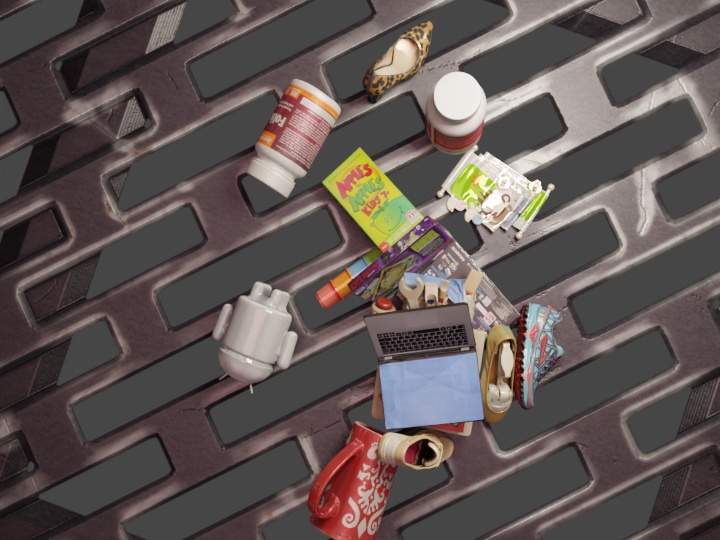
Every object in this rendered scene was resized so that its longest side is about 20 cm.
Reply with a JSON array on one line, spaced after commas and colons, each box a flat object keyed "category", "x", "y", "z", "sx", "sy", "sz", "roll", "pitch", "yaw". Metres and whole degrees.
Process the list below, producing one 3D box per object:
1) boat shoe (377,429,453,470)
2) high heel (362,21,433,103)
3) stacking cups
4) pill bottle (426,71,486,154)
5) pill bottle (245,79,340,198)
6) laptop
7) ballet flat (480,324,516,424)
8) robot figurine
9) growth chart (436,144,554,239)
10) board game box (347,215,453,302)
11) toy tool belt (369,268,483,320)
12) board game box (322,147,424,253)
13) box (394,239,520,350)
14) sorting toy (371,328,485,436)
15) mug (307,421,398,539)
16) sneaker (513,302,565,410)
[{"category": "boat shoe", "x": 0.117, "y": 0.338, "z": 1.515, "sx": 0.068, "sy": 0.198, "sz": 0.075, "roll": 10, "pitch": 91, "yaw": 43}, {"category": "high heel", "x": 0.079, "y": -0.409, "z": 1.558, "sx": 0.071, "sy": 0.143, "sz": 0.201, "roll": 39, "pitch": 90, "yaw": 2}, {"category": "stacking cups", "x": 0.000, "y": 0.000, "z": 1.591, "sx": 0.198, "sy": 0.061, "sz": 0.061, "roll": -33, "pitch": 88, "yaw": 2}, {"category": "pill bottle", "x": 0.177, "y": -0.293, "z": 1.519, "sx": 0.110, "sy": 0.200, "sz": 0.115, "roll": -1, "pitch": 84, "yaw": 5}, {"category": "pill bottle", "x": -0.132, "y": -0.251, "z": 1.573, "sx": 0.113, "sy": 0.114, "sz": 0.202, "roll": 30, "pitch": 89, "yaw": 2}, {"category": "laptop", "x": 0.114, "y": 0.171, "z": 1.445, "sx": 0.183, "sy": 0.202, "sz": 0.118, "roll": -8, "pitch": 49, "yaw": 10}, {"category": "ballet flat", "x": 0.261, "y": 0.205, "z": 1.548, "sx": 0.067, "sy": 0.063, "sz": 0.205, "roll": -4, "pitch": 105, "yaw": -13}, {"category": "robot figurine", "x": -0.201, "y": 0.126, "z": 1.563, "sx": 0.167, "sy": 0.113, "sz": 0.203, "roll": 22, "pitch": 89, "yaw": 17}, {"category": "growth chart", "x": 0.261, "y": -0.150, "z": 1.608, "sx": 0.198, "sy": 0.018, "sz": 0.147, "roll": 30, "pitch": 88, "yaw": 4}, {"category": "board game box", "x": 0.076, "y": -0.017, "z": 1.538, "sx": 0.199, "sy": 0.120, "sz": 0.033, "roll": -40, "pitch": 62, "yaw": 11}, {"category": "toy tool belt", "x": 0.120, "y": 0.044, "z": 1.499, "sx": 0.195, "sy": 0.125, "sz": 0.125, "roll": 6, "pitch": 114, "yaw": -6}, {"category": "board game box", "x": 0.027, "y": -0.127, "z": 1.567, "sx": 0.101, "sy": 0.048, "sz": 0.201, "roll": -41, "pitch": 68, "yaw": 1}, {"category": "box", "x": 0.187, "y": 0.067, "z": 1.588, "sx": 0.159, "sy": 0.046, "sz": 0.200, "roll": -42, "pitch": 88, "yaw": 0}, {"category": "sorting toy", "x": 0.123, "y": 0.203, "z": 1.543, "sx": 0.194, "sy": 0.070, "sz": 0.205, "roll": 9, "pitch": 99, "yaw": 11}, {"category": "mug", "x": -0.003, "y": 0.397, "z": 1.524, "sx": 0.131, "sy": 0.178, "sz": 0.203, "roll": 22, "pitch": 84, "yaw": 15}, {"category": "sneaker", "x": 0.345, "y": 0.167, "z": 1.566, "sx": 0.093, "sy": 0.079, "sz": 0.205, "roll": 7, "pitch": 89, "yaw": 0}]
